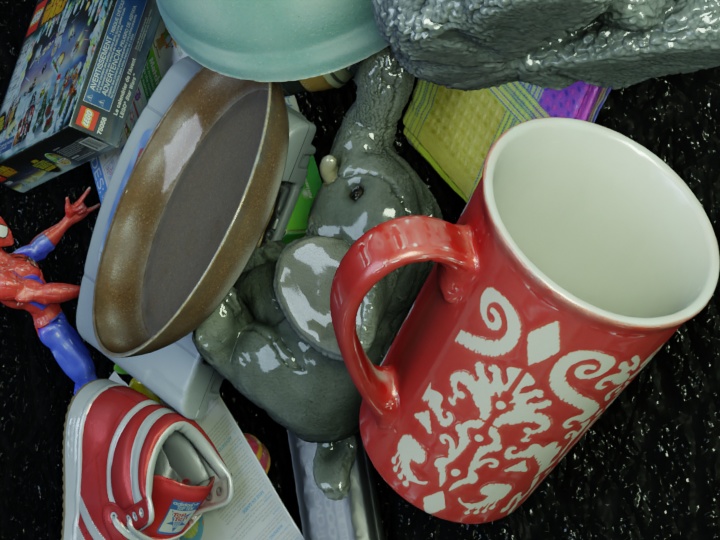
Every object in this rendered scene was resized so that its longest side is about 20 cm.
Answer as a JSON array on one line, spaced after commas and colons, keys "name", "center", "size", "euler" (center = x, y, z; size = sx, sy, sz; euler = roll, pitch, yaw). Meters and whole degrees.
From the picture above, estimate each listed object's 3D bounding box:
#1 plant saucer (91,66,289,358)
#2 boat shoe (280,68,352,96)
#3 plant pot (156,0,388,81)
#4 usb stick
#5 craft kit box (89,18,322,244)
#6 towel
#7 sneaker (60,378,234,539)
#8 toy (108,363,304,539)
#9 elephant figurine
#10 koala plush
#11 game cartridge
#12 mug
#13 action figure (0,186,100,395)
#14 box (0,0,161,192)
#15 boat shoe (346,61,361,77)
[{"name": "plant saucer", "center": [-0.096, -0.036, 1.557], "size": [0.200, 0.032, 0.201], "euler": [-47, 28, 35]}, {"name": "boat shoe", "center": [-0.060, -0.197, 1.634], "size": [0.062, 0.075, 0.201], "euler": [-23, 74, 18]}, {"name": "plant pot", "center": [-0.045, -0.226, 1.477], "size": [0.200, 0.200, 0.134], "euler": [51, 173, 41]}, {"name": "usb stick", "center": [-0.010, 0.160, 1.615], "size": [0.055, 0.033, 0.201], "euler": [-16, 78, 31]}, {"name": "craft kit box", "center": [-0.106, -0.068, 1.741], "size": [0.197, 0.048, 0.201], "euler": [-44, 57, 50]}, {"name": "towel", "center": [0.091, -0.117, 1.472], "size": [0.144, 0.023, 0.201], "euler": [52, 131, 41]}, {"name": "sneaker", "center": [-0.135, 0.176, 1.684], "size": [0.112, 0.071, 0.201], "euler": [13, 111, 48]}, {"name": "toy", "center": [-0.090, 0.131, 1.712], "size": [0.200, 0.047, 0.115], "euler": [55, 135, 16]}, {"name": "elephant figurine", "center": [0.000, 0.000, 1.515], "size": [0.200, 0.155, 0.142], "euler": [-41, 18, 42]}, {"name": "koala plush", "center": [0.091, -0.202, 1.328], "size": [0.183, 0.177, 0.201], "euler": [-12, 73, 45]}, {"name": "game cartridge", "center": [-0.109, -0.025, 1.658], "size": [0.133, 0.041, 0.201], "euler": [31, 106, 36]}, {"name": "mug", "center": [0.066, 0.025, 1.401], "size": [0.200, 0.177, 0.134], "euler": [-59, 8, 44]}, {"name": "action figure", "center": [-0.181, 0.030, 1.784], "size": [0.200, 0.099, 0.065], "euler": [54, 179, -21]}, {"name": "box", "center": [-0.193, -0.136, 1.795], "size": [0.200, 0.040, 0.138], "euler": [-17, 53, 63]}, {"name": "boat shoe", "center": [-0.007, -0.187, 1.572], "size": [0.066, 0.074, 0.200], "euler": [82, 168, -50]}]
